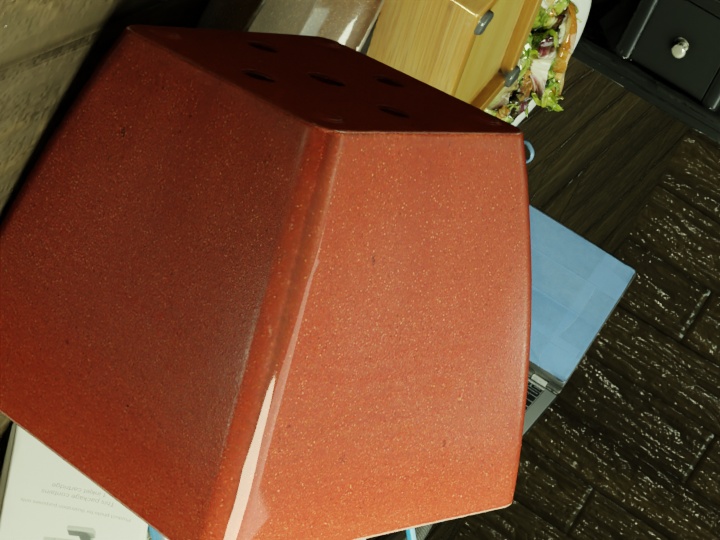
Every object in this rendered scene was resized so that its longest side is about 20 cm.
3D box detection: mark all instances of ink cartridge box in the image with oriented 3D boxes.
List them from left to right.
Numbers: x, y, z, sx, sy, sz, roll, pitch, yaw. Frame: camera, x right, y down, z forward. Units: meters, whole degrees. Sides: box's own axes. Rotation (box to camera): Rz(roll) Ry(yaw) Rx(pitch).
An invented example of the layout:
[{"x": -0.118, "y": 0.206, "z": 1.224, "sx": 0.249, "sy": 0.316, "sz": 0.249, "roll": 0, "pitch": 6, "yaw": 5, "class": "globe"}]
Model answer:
[{"x": -0.168, "y": 0.205, "z": 1.008, "sx": 0.147, "sy": 0.083, "sz": 0.200, "roll": 112, "pitch": -14, "yaw": -47, "class": "ink cartridge box"}]

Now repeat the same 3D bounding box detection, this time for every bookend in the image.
[{"x": 0.256, "y": -0.242, "z": 1.514, "sx": 0.092, "sy": 0.200, "sz": 0.199, "roll": -42, "pitch": 162, "yaw": -54, "class": "bookend"}]

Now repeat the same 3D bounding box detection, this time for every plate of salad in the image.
[{"x": 0.113, "y": -0.147, "z": 1.459, "sx": 0.200, "sy": 0.048, "sz": 0.200, "roll": -38, "pitch": 156, "yaw": -20, "class": "plate of salad"}]

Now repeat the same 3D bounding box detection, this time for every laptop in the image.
[{"x": 0.103, "y": 0.026, "z": 1.616, "sx": 0.200, "sy": 0.187, "sz": 0.116, "roll": -37, "pitch": 156, "yaw": -60, "class": "laptop"}]

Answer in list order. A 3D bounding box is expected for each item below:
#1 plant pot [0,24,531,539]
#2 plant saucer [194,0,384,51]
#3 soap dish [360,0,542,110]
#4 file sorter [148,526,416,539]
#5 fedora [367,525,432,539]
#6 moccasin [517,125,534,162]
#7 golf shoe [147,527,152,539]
[{"x": -0.037, "y": -0.005, "z": 0.856, "sx": 0.200, "sy": 0.200, "sz": 0.177, "roll": -4, "pitch": 115, "yaw": -48, "class": "plant pot"}, {"x": -0.043, "y": -0.121, "z": 0.986, "sx": 0.201, "sy": 0.037, "sz": 0.200, "roll": -54, "pitch": 167, "yaw": -18, "class": "plant saucer"}, {"x": 0.055, "y": -0.156, "z": 1.194, "sx": 0.157, "sy": 0.081, "sz": 0.200, "roll": -50, "pitch": 167, "yaw": -35, "class": "soap dish"}, {"x": -0.022, "y": 0.118, "z": 1.171, "sx": 0.200, "sy": 0.122, "sz": 0.139, "roll": -41, "pitch": 132, "yaw": -42, "class": "file sorter"}, {"x": -0.021, "y": 0.187, "z": 1.695, "sx": 0.200, "sy": 0.177, "sz": 0.090, "roll": -53, "pitch": -158, "yaw": 23, "class": "fedora"}, {"x": 0.098, "y": -0.078, "z": 1.616, "sx": 0.200, "sy": 0.068, "sz": 0.080, "roll": -55, "pitch": 168, "yaw": -15, "class": "moccasin"}, {"x": -0.134, "y": 0.154, "z": 1.191, "sx": 0.078, "sy": 0.097, "sz": 0.200, "roll": -46, "pitch": 162, "yaw": -38, "class": "golf shoe"}]
